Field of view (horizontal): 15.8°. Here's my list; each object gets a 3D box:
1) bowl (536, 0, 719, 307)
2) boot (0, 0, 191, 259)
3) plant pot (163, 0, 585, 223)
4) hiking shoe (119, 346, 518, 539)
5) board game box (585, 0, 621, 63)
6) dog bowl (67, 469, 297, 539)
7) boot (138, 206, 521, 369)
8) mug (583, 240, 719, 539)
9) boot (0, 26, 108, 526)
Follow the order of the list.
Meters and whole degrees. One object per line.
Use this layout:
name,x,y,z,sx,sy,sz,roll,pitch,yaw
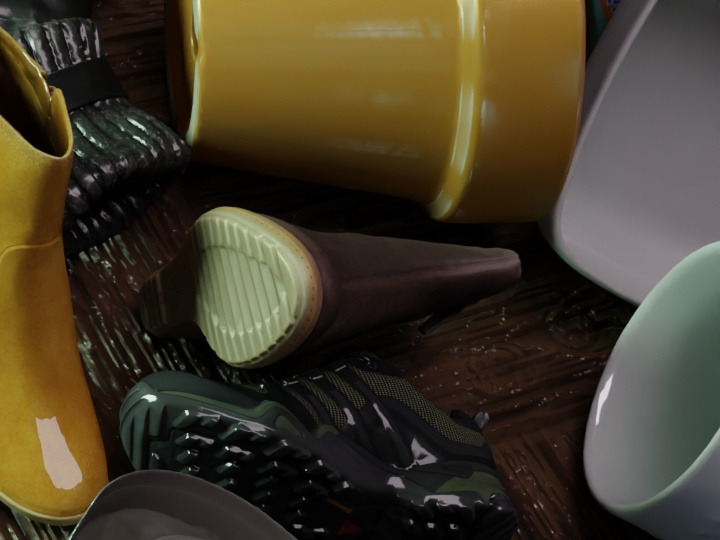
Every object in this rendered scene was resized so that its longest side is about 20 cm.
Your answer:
bowl,0.191,-0.073,1.384,0.200,0.200,0.075,23,6,-30
boot,-0.136,-0.107,1.292,0.158,0.079,0.211,37,55,13
plant pot,-0.002,-0.122,1.319,0.183,0.200,0.200,-2,54,-12
hiking shoe,-0.024,0.079,1.222,0.200,0.076,0.101,20,35,-24
board game box,0.088,-0.215,1.428,0.045,0.152,0.200,-29,52,-15
dog bowl,-0.057,0.179,1.071,0.200,0.059,0.200,39,24,-21
boot,0.000,0.000,1.206,0.166,0.200,0.073,-8,90,-22
mug,0.234,0.065,1.294,0.175,0.148,0.200,28,80,-20
boot,-0.153,-0.001,1.152,0.071,0.144,0.201,-15,63,-36
